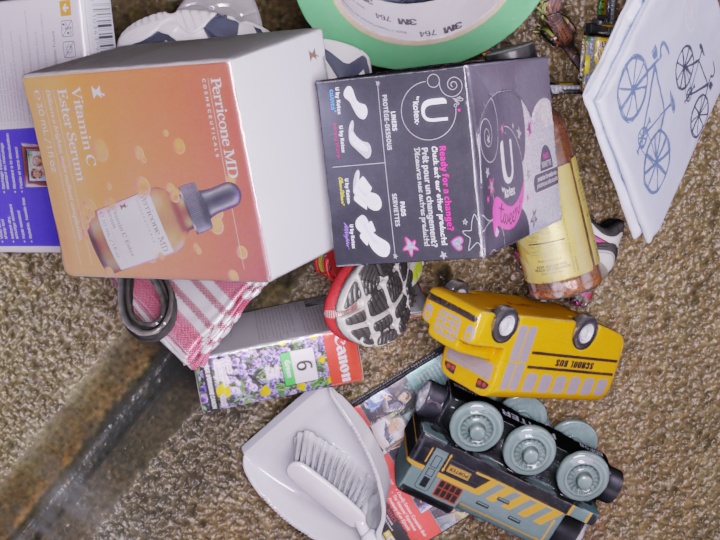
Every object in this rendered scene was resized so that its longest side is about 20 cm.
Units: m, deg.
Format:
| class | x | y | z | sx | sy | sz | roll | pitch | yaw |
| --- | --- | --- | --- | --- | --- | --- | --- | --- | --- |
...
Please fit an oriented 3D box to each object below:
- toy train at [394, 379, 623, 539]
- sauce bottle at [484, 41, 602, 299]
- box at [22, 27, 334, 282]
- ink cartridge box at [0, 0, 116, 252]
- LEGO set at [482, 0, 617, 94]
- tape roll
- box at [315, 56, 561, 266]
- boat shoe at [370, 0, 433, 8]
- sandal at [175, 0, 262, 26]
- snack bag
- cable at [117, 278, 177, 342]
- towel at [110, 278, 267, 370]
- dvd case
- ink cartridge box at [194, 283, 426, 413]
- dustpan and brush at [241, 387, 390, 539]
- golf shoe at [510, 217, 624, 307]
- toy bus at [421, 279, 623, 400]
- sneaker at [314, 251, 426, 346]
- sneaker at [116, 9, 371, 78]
| class | x | y | z | sx | sy | sz | roll | pitch | yaw |
| --- | --- | --- | --- | --- | --- | --- | --- | --- | --- |
| toy train | 0.124 | 0.167 | 1.261 | 0.199 | 0.085 | 0.115 | 26 | 110 | -13 |
| sauce bottle | 0.142 | -0.079 | 1.171 | 0.065 | 0.066 | 0.202 | -14 | 99 | -3 |
| box | -0.121 | -0.081 | 1.040 | 0.198 | 0.106 | 0.154 | 1 | 108 | 36 |
| ink cartridge box | -0.272 | -0.115 | 1.169 | 0.198 | 0.043 | 0.200 | 1 | 102 | 31 |
| LEGO set | 0.165 | -0.212 | 1.183 | 0.152 | 0.116 | 0.202 | 9 | 101 | -8 |
| tape roll | 0.045 | -0.241 | 1.095 | 0.198 | 0.048 | 0.202 | -5 | 137 | -4 |
| box | 0.064 | -0.081 | 1.056 | 0.114 | 0.200 | 0.134 | -4 | 97 | 24 |
| boat shoe | 0.055 | -0.256 | 1.170 | 0.199 | 0.071 | 0.091 | -27 | 139 | 15 |
| sandal | -0.122 | -0.135 | 1.189 | 0.082 | 0.050 | 0.205 | 4 | 73 | -6 |
| snack bag | 0.239 | -0.153 | 1.161 | 0.201 | 0.021 | 0.189 | -61 | 144 | -21 |
| cable | -0.182 | -0.042 | 1.175 | 0.096 | 0.050 | 0.202 | 2 | 59 | 3 |
| towel | -0.107 | -0.034 | 1.185 | 0.200 | 0.146 | 0.030 | -49 | 139 | 0 |
| dvd case | 0.065 | 0.154 | 1.300 | 0.199 | 0.022 | 0.147 | -32 | 103 | 3 |
| ink cartridge box | -0.039 | 0.061 | 1.224 | 0.198 | 0.109 | 0.051 | -11 | 105 | -4 |
| dustpan and brush | -0.005 | 0.203 | 1.247 | 0.200 | 0.057 | 0.139 | 42 | 129 | -8 |
| golf shoe | 0.134 | -0.057 | 1.242 | 0.199 | 0.073 | 0.093 | 35 | 84 | -20 |
| toy bus | 0.132 | 0.060 | 1.212 | 0.199 | 0.065 | 0.079 | 7 | 106 | -45 |
| sneaker | 0.000 | 0.000 | 1.180 | 0.084 | 0.200 | 0.078 | -5 | 115 | 20 |
| sneaker | -0.096 | -0.116 | 1.118 | 0.197 | 0.080 | 0.131 | 12 | 71 | -6 |
